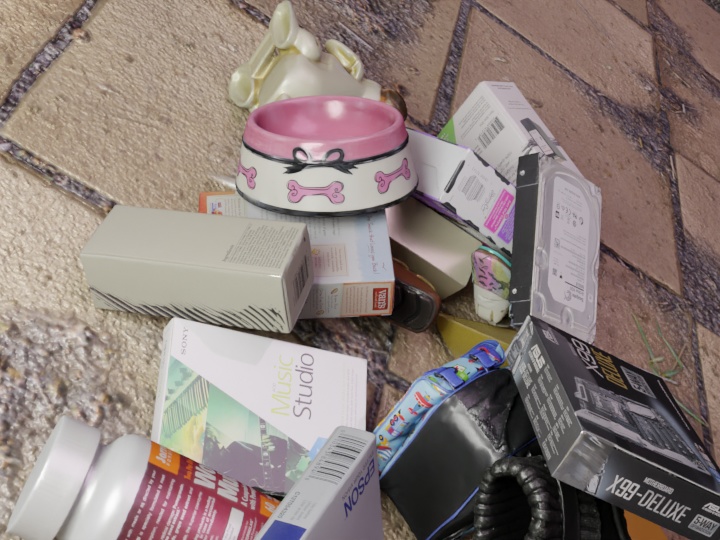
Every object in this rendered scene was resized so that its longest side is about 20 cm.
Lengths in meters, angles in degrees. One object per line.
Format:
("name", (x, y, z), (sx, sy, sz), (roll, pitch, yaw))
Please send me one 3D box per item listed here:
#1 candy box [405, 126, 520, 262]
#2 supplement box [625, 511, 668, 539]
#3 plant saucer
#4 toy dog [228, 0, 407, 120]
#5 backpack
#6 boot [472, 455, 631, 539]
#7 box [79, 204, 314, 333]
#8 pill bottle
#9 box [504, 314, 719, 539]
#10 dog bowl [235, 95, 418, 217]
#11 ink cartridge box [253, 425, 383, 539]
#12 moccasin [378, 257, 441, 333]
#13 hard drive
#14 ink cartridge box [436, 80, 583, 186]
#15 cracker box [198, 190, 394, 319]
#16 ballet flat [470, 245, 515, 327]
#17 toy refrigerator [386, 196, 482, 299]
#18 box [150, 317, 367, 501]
("candy box", (0.124, -0.089, 1.189), (0.199, 0.072, 0.167), (32, -2, -38))
("supplement box", (0.262, 0.256, 1.081), (0.066, 0.069, 0.202), (-9, 61, -46))
("plant saucer", (0.206, 0.110, 1.124), (0.197, 0.049, 0.199), (14, 3, -30))
("toy dog", (-0.035, -0.214, 1.215), (0.198, 0.141, 0.195), (22, 21, -35))
("backpack", (0.125, 0.158, 0.957), (0.198, 0.184, 0.135), (-22, 64, -43))
("boot", (0.167, 0.249, 0.791), (0.157, 0.079, 0.215), (-1, 72, -55))
("box", (-0.147, -0.003, 0.892), (0.196, 0.069, 0.083), (7, 40, 15))
("pill bottle", (-0.156, 0.194, 0.742), (0.198, 0.110, 0.111), (29, 39, -16))
("box", (0.217, 0.131, 0.838), (0.156, 0.050, 0.201), (26, 20, -13))
("dog bowl", (-0.036, -0.127, 1.023), (0.196, 0.075, 0.201), (-1, 26, 0))
("ink cartridge box", (-0.035, 0.256, 0.729), (0.043, 0.203, 0.197), (7, 30, 24))
("moccasin", (0.001, -0.002, 1.094), (0.198, 0.075, 0.078), (22, 15, 4))
("hard drive", (0.230, -0.020, 1.136), (0.139, 0.037, 0.204), (21, 70, -42))
("ink cartridge box", (0.201, -0.137, 1.346), (0.083, 0.146, 0.202), (-9, 59, -46))
("cracker box", (-0.068, -0.018, 0.999), (0.196, 0.058, 0.136), (-2, 48, -3))
("ballet flat", (0.173, 0.032, 1.174), (0.069, 0.072, 0.200), (31, 0, 29))
("toy refrigerator", (0.041, -0.051, 1.163), (0.198, 0.076, 0.071), (31, 65, -12))
("box", (-0.088, 0.133, 0.879), (0.197, 0.036, 0.147), (13, 60, -22))
